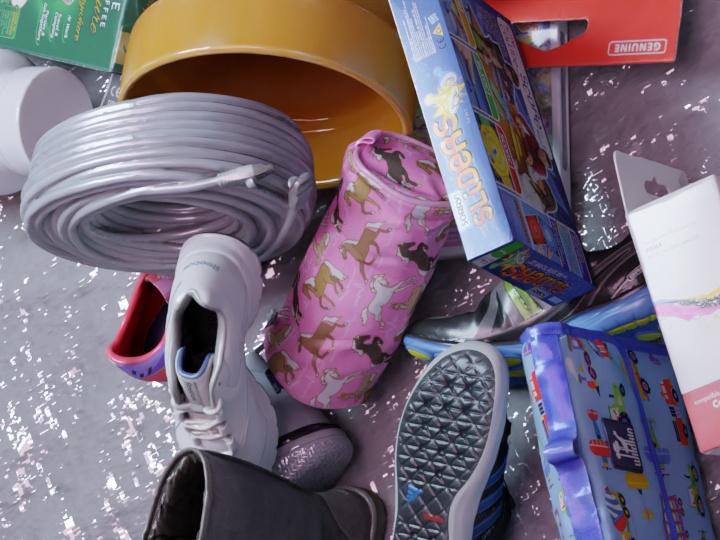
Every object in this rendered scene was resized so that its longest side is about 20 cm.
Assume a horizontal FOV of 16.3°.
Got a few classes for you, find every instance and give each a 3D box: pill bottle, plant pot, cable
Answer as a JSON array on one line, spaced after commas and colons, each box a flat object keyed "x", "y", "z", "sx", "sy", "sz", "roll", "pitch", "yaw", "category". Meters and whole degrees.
[{"x": -0.300, "y": -0.112, "z": 1.894, "sx": 0.199, "sy": 0.111, "sz": 0.112, "roll": 2, "pitch": 85, "yaw": 38, "category": "pill bottle"}, {"x": -0.056, "y": -0.181, "z": 1.723, "sx": 0.199, "sy": 0.200, "sz": 0.184, "roll": -9, "pitch": 62, "yaw": 30, "category": "plant pot"}, {"x": -0.129, "y": -0.055, "z": 1.687, "sx": 0.199, "sy": 0.200, "sz": 0.070, "roll": 0, "pitch": 71, "yaw": -1, "category": "cable"}]

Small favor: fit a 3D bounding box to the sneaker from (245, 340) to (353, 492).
[{"x": -0.106, "y": 0.142, "z": 1.782, "sx": 0.200, "sy": 0.075, "sz": 0.115, "roll": -39, "pitch": 65, "yaw": 15, "category": "sneaker"}]

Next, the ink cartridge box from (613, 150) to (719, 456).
[{"x": 0.233, "y": 0.012, "z": 1.568, "sx": 0.067, "sy": 0.116, "sz": 0.201, "roll": -24, "pitch": 73, "yaw": 27, "category": "ink cartridge box"}]

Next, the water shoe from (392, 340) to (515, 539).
[{"x": 0.065, "y": 0.140, "z": 1.667, "sx": 0.071, "sy": 0.079, "sz": 0.201, "roll": 19, "pitch": 103, "yaw": 30, "category": "water shoe"}]

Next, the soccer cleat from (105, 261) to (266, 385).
[{"x": -0.115, "y": -0.009, "z": 1.803, "sx": 0.068, "sy": 0.073, "sz": 0.201, "roll": 35, "pitch": 102, "yaw": 30, "category": "soccer cleat"}]

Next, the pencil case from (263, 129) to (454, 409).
[{"x": 0.000, "y": 0.000, "z": 1.695, "sx": 0.083, "sy": 0.086, "sz": 0.200, "roll": -108, "pitch": 35, "yaw": -47, "category": "pencil case"}]

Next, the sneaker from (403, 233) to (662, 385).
[{"x": 0.122, "y": 0.023, "z": 1.668, "sx": 0.199, "sy": 0.071, "sz": 0.083, "roll": -19, "pitch": 62, "yaw": 26, "category": "sneaker"}]

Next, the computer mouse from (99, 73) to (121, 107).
[{"x": -0.150, "y": -0.153, "z": 1.858, "sx": 0.109, "sy": 0.044, "sz": 0.201, "roll": 21, "pitch": 97, "yaw": 46, "category": "computer mouse"}]

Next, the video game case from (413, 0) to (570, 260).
[{"x": 0.077, "y": -0.110, "z": 1.734, "sx": 0.143, "sy": 0.018, "sz": 0.201, "roll": -5, "pitch": 81, "yaw": 31, "category": "video game case"}]

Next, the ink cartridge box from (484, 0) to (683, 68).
[{"x": 0.127, "y": -0.224, "z": 1.686, "sx": 0.199, "sy": 0.044, "sz": 0.174, "roll": 0, "pitch": 71, "yaw": 31, "category": "ink cartridge box"}]

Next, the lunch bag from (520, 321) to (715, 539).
[{"x": 0.144, "y": 0.117, "z": 1.553, "sx": 0.094, "sy": 0.200, "sz": 0.151, "roll": -16, "pitch": 76, "yaw": 17, "category": "lunch bag"}]

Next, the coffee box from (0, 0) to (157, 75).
[{"x": -0.212, "y": -0.213, "z": 1.874, "sx": 0.200, "sy": 0.044, "sz": 0.124, "roll": 14, "pitch": 92, "yaw": 49, "category": "coffee box"}]

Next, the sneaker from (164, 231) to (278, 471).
[{"x": -0.103, "y": 0.079, "z": 1.673, "sx": 0.074, "sy": 0.087, "sz": 0.201, "roll": 0, "pitch": 113, "yaw": 15, "category": "sneaker"}]

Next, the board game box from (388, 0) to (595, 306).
[{"x": 0.083, "y": -0.086, "z": 1.597, "sx": 0.034, "sy": 0.135, "sz": 0.201, "roll": -24, "pitch": 66, "yaw": 21, "category": "board game box"}]

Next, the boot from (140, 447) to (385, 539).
[{"x": -0.068, "y": 0.214, "z": 1.673, "sx": 0.072, "sy": 0.200, "sz": 0.183, "roll": 4, "pitch": 86, "yaw": 31, "category": "boot"}]
